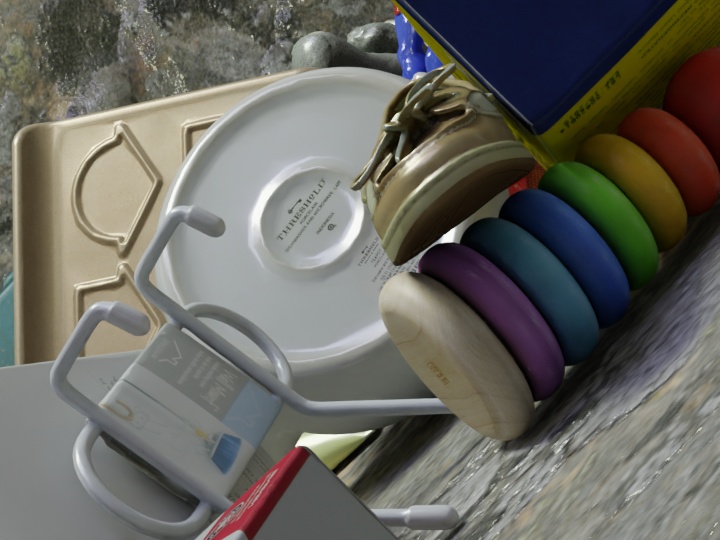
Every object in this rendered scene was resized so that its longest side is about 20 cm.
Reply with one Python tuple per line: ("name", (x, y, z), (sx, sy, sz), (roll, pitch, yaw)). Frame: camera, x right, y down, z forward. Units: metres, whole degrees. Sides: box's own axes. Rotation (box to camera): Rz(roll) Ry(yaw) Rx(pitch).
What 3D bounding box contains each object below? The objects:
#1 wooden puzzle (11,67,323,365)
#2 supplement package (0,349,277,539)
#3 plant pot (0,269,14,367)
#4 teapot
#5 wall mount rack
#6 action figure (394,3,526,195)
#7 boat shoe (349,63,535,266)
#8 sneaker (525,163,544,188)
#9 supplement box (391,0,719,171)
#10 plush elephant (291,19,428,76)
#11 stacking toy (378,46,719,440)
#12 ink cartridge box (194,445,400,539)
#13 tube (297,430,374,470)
("wooden puzzle", (-0.096, -0.007, 1.526), (0.199, 0.187, 0.046), (-9, -18, 17))
("supplement package", (-0.137, 0.122, 1.157), (0.199, 0.121, 0.120), (-5, -45, -52))
("plant pot", (-0.132, 0.060, 1.664), (0.196, 0.200, 0.196), (-42, 7, 25))
("teapot", (0.000, 0.000, 1.389), (0.199, 0.199, 0.146), (-17, -28, 12))
("wall mount rack", (-0.036, 0.056, 1.162), (0.075, 0.173, 0.200), (-55, 1, 26))
("action figure", (0.026, -0.086, 1.508), (0.099, 0.201, 0.065), (-19, -6, -33))
("boat shoe", (0.028, -0.049, 1.140), (0.073, 0.063, 0.200), (-35, 1, 3))
("sneaker", (0.100, -0.079, 1.548), (0.200, 0.077, 0.073), (-52, 1, 38))
("supplement box", (0.100, -0.109, 1.230), (0.109, 0.110, 0.200), (-45, -21, 2))
("plush elephant", (0.023, -0.075, 1.712), (0.199, 0.166, 0.155), (-14, 4, -26))
("stacking toy", (0.104, -0.023, 1.151), (0.200, 0.085, 0.085), (-42, 5, -13))
("ink cartridge box", (-0.077, 0.177, 0.993), (0.200, 0.083, 0.146), (-44, 5, 27))
("tube", (-0.071, 0.125, 1.502), (0.200, 0.058, 0.052), (-42, -12, 18))
